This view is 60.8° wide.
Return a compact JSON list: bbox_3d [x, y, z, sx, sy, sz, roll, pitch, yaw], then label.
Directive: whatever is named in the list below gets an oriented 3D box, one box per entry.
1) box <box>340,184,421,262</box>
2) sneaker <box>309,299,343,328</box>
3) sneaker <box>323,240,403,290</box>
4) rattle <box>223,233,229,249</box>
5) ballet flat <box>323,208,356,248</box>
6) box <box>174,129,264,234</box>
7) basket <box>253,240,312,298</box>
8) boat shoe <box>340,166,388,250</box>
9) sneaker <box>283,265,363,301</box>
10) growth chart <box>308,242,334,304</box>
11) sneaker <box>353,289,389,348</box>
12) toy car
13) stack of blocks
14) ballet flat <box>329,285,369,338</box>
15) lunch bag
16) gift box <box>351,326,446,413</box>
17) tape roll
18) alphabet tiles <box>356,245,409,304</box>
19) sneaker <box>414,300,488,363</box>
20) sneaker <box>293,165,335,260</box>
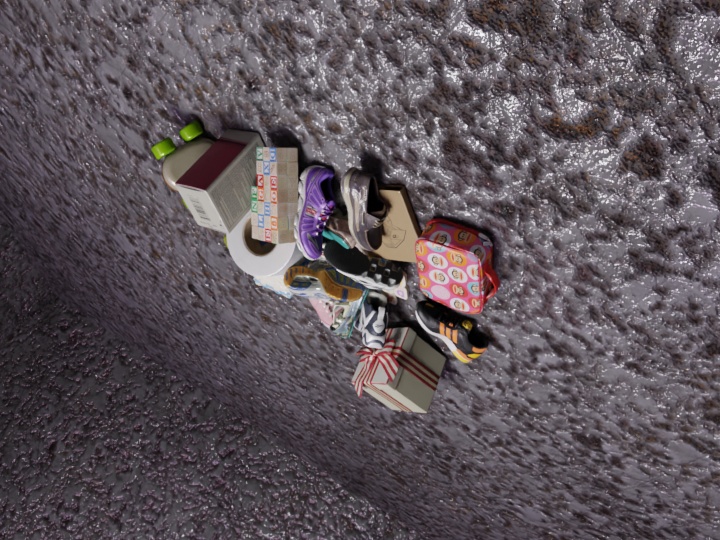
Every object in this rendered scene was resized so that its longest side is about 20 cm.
[{"bbox_3d":[0.056,-0.103,1.339,0.160,0.021,0.203,10,138,37],"label":"box"},{"bbox_3d":[-0.095,0.078,1.654,0.200,0.074,0.106,41,157,48],"label":"sneaker"},{"bbox_3d":[0.000,0.000,1.437,0.196,0.075,0.089,26,159,3],"label":"sneaker"},{"bbox_3d":[-0.264,-0.093,1.683,0.196,0.146,0.130,26,-176,-13],"label":"rattle"},{"bbox_3d":[-0.054,-0.103,1.401,0.199,0.067,0.068,32,166,50],"label":"ballet flat"},{"bbox_3d":[-0.301,-0.206,1.395,0.107,0.202,0.130,14,144,32],"label":"box"},{"bbox_3d":[-0.208,-0.048,1.582,0.173,0.139,0.204,23,133,21],"label":"basket"},{"bbox_3d":[0.017,-0.117,1.269,0.072,0.075,0.203,14,142,33],"label":"boat shoe"},{"bbox_3d":[-0.088,0.036,1.490,0.194,0.077,0.088,12,161,3],"label":"sneaker"},{"bbox_3d":[-0.075,0.013,1.530,0.142,0.018,0.200,19,136,-24],"label":"growth chart"},{"bbox_3d":[0.032,0.102,1.590,0.077,0.200,0.133,11,106,-7],"label":"sneaker"},{"bbox_3d":[-0.436,-0.254,1.541,0.167,0.157,0.199,60,156,-15],"label":"toy car"},{"bbox_3d":[-0.191,-0.169,1.359,0.114,0.057,0.206,14,108,49],"label":"stack of blocks"},{"bbox_3d":[-0.029,0.082,1.530,0.073,0.074,0.204,27,115,14],"label":"ballet flat"},{"bbox_3d":[0.205,-0.001,1.267,0.173,0.083,0.203,20,145,25],"label":"lunch bag"},{"bbox_3d":[0.094,0.269,1.614,0.186,0.203,0.183,38,148,-25],"label":"gift box"},{"bbox_3d":[-0.225,-0.089,1.484,0.199,0.208,0.070,23,-170,21],"label":"tape roll"},{"bbox_3d":[0.031,0.007,1.527,0.196,0.015,0.198,21,146,25],"label":"alphabet tiles"},{"bbox_3d":[0.221,0.130,1.459,0.199,0.071,0.090,43,134,-10],"label":"sneaker"},{"bbox_3d":[-0.093,-0.124,1.333,0.081,0.080,0.207,7,97,28],"label":"sneaker"}]
